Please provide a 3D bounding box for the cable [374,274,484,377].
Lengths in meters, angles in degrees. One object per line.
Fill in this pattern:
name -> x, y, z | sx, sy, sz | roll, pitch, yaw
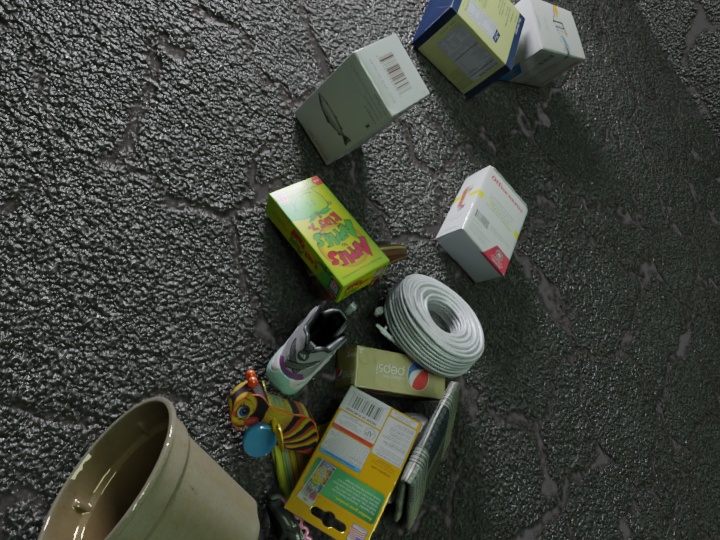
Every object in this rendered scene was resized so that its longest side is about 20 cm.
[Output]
cable -> 0.134, 0.093, 0.941 | 0.199, 0.069, 0.200 | 41, 33, 2

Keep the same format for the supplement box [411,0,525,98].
supplement box -> 0.255, -0.559, 1.218 | 0.199, 0.134, 0.202 | 35, 59, -23

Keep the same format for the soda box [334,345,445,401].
soda box -> 0.054, 0.180, 0.903 | 0.198, 0.064, 0.069 | 17, 67, -32

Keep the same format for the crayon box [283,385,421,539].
crayon box -> -0.008, 0.287, 0.761 | 0.124, 0.052, 0.201 | 25, 55, 12

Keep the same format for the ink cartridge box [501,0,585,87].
ink cartridge box -> 0.456, -0.590, 1.367 | 0.198, 0.146, 0.147 | -7, 80, -37

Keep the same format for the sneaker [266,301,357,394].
sneaker -> -0.047, 0.086, 0.773 | 0.078, 0.140, 0.200 | 40, 27, -4

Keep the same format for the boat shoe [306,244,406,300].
boat shoe -> 0.000, 0.000, 0.915 | 0.198, 0.072, 0.069 | -17, 92, -32

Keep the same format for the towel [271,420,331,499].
towel -> -0.048, 0.284, 0.829 | 0.198, 0.018, 0.088 | -10, 88, -39

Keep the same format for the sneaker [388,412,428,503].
sneaker -> 0.044, 0.318, 0.848 | 0.199, 0.077, 0.100 | -38, 117, -26

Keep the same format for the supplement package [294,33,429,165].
supplement package -> -0.002, -0.291, 0.910 | 0.117, 0.199, 0.118 | -41, 101, -37

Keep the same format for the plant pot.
plant pot -> -0.223, 0.285, 0.604 | 0.184, 0.199, 0.202 | 48, 54, -28

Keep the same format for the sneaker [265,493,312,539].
sneaker -> -0.108, 0.416, 0.717 | 0.094, 0.079, 0.203 | -13, 83, -26

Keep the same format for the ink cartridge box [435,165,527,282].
ink cartridge box -> 0.265, -0.100, 1.125 | 0.145, 0.083, 0.201 | 43, 56, -19

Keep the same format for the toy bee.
toy bee -> -0.137, 0.196, 0.713 | 0.198, 0.130, 0.110 | 6, 111, -47

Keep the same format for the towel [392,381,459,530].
towel -> 0.108, 0.303, 0.857 | 0.193, 0.034, 0.202 | -53, 153, -37

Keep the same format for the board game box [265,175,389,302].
board game box -> -0.055, -0.056, 0.845 | 0.101, 0.048, 0.201 | -27, 68, -34
